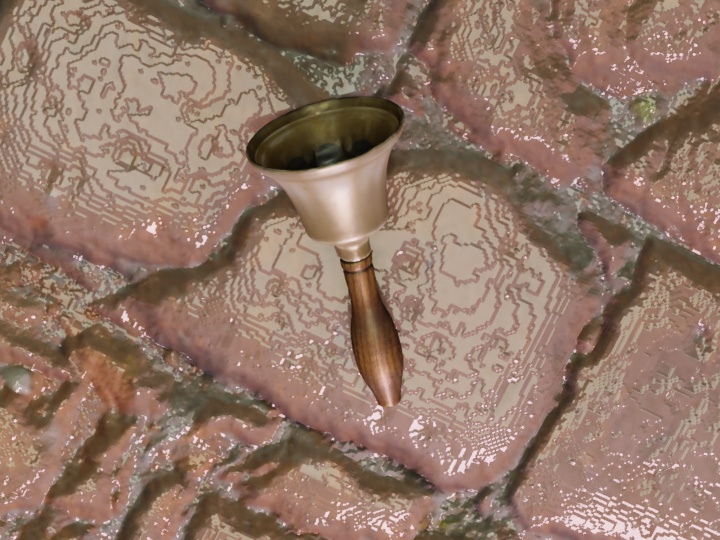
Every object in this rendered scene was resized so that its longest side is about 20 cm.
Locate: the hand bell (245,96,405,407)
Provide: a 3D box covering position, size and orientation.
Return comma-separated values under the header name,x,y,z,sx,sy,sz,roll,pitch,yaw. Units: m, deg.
name,x,y,z,sx,sy,sz,roll,pitch,yaw
hand bell,0.000,0.000,1.506,0.103,0.104,0.201,-14,116,1
